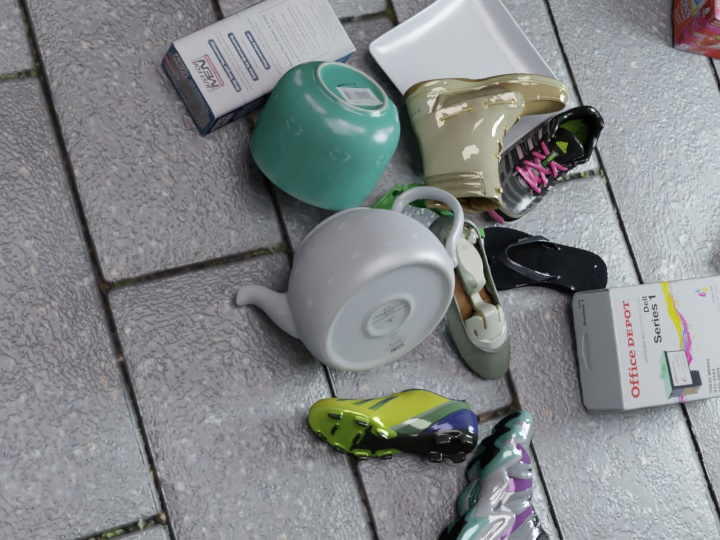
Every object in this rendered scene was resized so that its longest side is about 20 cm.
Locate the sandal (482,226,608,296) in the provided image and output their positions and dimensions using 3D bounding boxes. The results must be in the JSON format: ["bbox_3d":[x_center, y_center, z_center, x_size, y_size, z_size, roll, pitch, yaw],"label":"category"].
[{"bbox_3d":[0.210,-0.013,1.728,0.198,0.043,0.077,6,73,-21],"label":"sandal"}]

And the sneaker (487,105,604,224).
[{"bbox_3d":[0.224,-0.135,1.743,0.074,0.087,0.200,49,64,-3],"label":"sneaker"}]

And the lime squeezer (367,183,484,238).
[{"bbox_3d":[0.044,-0.065,1.679,0.198,0.038,0.071,-5,90,-18],"label":"lime squeezer"}]

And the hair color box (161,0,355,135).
[{"bbox_3d":[-0.115,-0.245,1.650,0.199,0.060,0.100,-29,87,-27],"label":"hair color box"}]

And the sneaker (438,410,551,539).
[{"bbox_3d":[0.181,0.270,1.624,0.139,0.078,0.201,31,76,-13],"label":"sneaker"}]

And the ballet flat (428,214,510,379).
[{"bbox_3d":[0.129,0.032,1.652,0.067,0.064,0.201,-22,96,-19],"label":"ballet flat"}]

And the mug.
[{"bbox_3d":[-0.030,-0.167,1.608,0.151,0.115,0.186,26,34,-7],"label":"mug"}]

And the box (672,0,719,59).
[{"bbox_3d":[0.522,-0.334,1.914,0.198,0.100,0.096,10,71,-20],"label":"box"}]

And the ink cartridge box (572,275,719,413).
[{"bbox_3d":[0.364,0.086,1.730,0.198,0.084,0.146,-5,87,-23],"label":"ink cartridge box"}]

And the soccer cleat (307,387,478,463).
[{"bbox_3d":[0.035,0.164,1.608,0.198,0.065,0.084,9,42,-15],"label":"soccer cleat"}]

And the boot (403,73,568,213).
[{"bbox_3d":[0.157,-0.147,1.684,0.198,0.073,0.157,-4,72,-16],"label":"boot"}]

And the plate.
[{"bbox_3d":[0.130,-0.235,1.764,0.200,0.032,0.200,-37,90,-26],"label":"plate"}]

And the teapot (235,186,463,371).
[{"bbox_3d":[0.000,0.000,1.580,0.199,0.198,0.146,5,39,-42],"label":"teapot"}]
